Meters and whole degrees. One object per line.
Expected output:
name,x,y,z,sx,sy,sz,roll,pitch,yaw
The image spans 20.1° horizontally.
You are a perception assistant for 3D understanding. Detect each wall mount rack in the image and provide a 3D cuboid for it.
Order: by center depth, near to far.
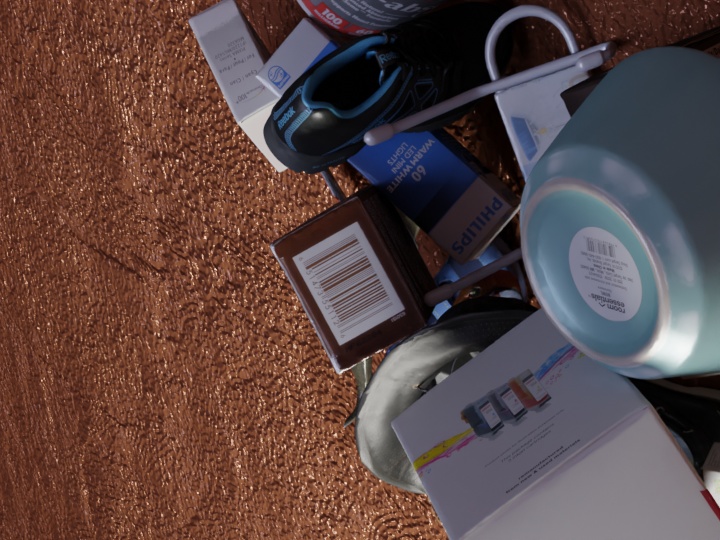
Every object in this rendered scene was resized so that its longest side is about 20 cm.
wall mount rack,0.107,-0.067,1.357,0.075,0.172,0.202,-54,-56,-73

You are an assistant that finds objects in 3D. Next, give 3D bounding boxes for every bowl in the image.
bowl,0.168,-0.018,1.183,0.200,0.105,0.202,33,136,39

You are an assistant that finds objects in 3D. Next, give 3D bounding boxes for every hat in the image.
hat,0.084,0.074,1.426,0.081,0.198,0.202,-99,11,-45

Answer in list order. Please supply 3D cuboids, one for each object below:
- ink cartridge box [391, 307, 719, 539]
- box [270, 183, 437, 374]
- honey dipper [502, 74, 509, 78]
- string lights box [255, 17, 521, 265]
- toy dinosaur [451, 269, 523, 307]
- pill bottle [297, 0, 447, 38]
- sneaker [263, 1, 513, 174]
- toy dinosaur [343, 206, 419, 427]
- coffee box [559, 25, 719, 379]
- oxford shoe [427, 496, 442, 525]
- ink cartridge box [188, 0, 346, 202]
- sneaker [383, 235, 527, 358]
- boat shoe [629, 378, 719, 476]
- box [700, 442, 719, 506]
ink cartridge box,0.129,0.139,1.271,0.146,0.144,0.200,53,-177,-19
box,0.000,0.000,1.420,0.101,0.075,0.200,61,-171,-2
honey dipper,0.087,-0.136,1.459,0.199,0.038,0.038,20,130,50
string lights box,0.024,-0.094,1.473,0.200,0.059,0.103,43,-171,6
toy dinosaur,0.096,0.086,1.549,0.200,0.104,0.183,-147,56,-78
pill bottle,0.036,-0.236,1.379,0.200,0.115,0.117,-20,95,62
sneaker,0.030,-0.131,1.375,0.073,0.199,0.082,54,156,10
toy dinosaur,0.001,0.015,1.564,0.076,0.201,0.102,25,160,-10
coffee box,0.220,-0.043,1.263,0.113,0.079,0.201,-16,99,60
oxford shoe,0.079,0.167,1.686,0.201,0.071,0.071,56,152,18
ink cartridge box,-0.063,-0.109,1.619,0.177,0.044,0.200,63,-177,11
sneaker,0.069,0.043,1.588,0.074,0.082,0.201,52,146,23
boat shoe,0.200,0.121,1.445,0.199,0.066,0.075,8,121,58
box,0.299,0.210,1.324,0.143,0.036,0.202,7,122,26
